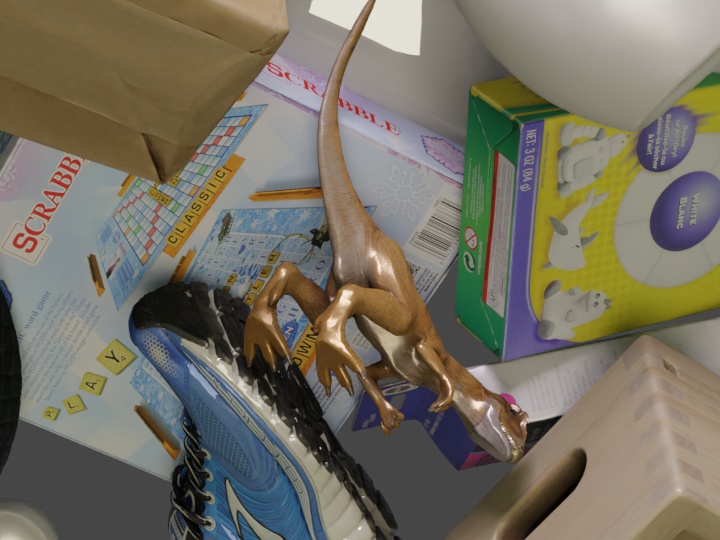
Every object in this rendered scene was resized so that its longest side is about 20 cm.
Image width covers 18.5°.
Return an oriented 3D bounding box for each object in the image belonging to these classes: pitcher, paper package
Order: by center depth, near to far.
[{"bbox_3d":[-0.130,-0.157,0.821,0.190,0.201,0.103,19,136,-34],"label":"paper package"},{"bbox_3d":[0.091,-0.172,0.879,0.171,0.121,0.200,-40,84,-7],"label":"pitcher"}]

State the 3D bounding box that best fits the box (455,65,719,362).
[{"bbox_3d":[0.140,-0.038,0.972,0.199,0.048,0.118,-14,123,-26],"label":"box"}]

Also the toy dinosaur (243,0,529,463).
[{"bbox_3d":[0.000,0.000,0.920,0.060,0.106,0.201,-15,104,45],"label":"toy dinosaur"}]

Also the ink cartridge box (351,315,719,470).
[{"bbox_3d":[0.097,0.057,1.007,0.199,0.095,0.037,-9,76,-6],"label":"ink cartridge box"}]

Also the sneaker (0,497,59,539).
[{"bbox_3d":[-0.223,0.186,1.035,0.200,0.085,0.073,-36,108,6],"label":"sneaker"}]

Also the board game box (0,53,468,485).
[{"bbox_3d":[-0.075,-0.005,0.976,0.199,0.041,0.200,26,114,-21],"label":"board game box"}]

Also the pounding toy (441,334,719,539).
[{"bbox_3d":[0.161,0.121,0.963,0.183,0.143,0.200,29,119,-22],"label":"pounding toy"}]

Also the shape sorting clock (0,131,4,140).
[{"bbox_3d":[-0.184,-0.082,0.961,0.199,0.039,0.201,-4,122,-6],"label":"shape sorting clock"}]

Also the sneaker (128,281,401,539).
[{"bbox_3d":[-0.052,0.093,0.969,0.089,0.079,0.201,-27,122,6],"label":"sneaker"}]

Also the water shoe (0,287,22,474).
[{"bbox_3d":[-0.198,0.011,0.914,0.078,0.072,0.201,0,127,17],"label":"water shoe"}]

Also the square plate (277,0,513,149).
[{"bbox_3d":[0.072,-0.140,0.973,0.199,0.028,0.199,29,105,-15],"label":"square plate"}]
